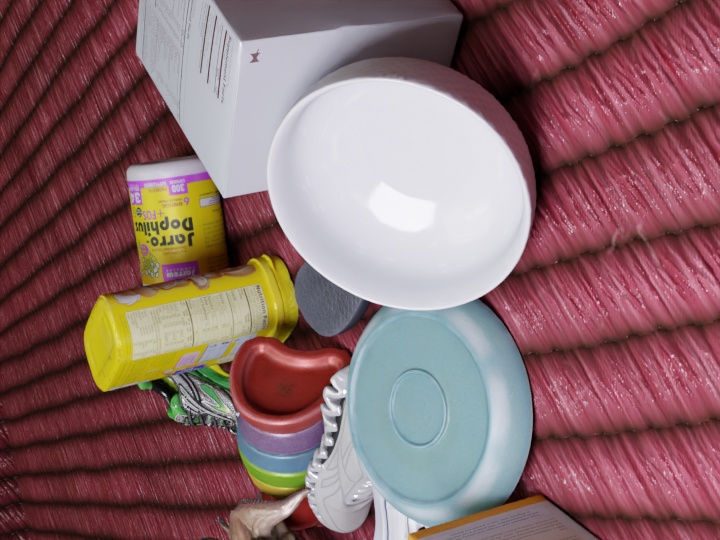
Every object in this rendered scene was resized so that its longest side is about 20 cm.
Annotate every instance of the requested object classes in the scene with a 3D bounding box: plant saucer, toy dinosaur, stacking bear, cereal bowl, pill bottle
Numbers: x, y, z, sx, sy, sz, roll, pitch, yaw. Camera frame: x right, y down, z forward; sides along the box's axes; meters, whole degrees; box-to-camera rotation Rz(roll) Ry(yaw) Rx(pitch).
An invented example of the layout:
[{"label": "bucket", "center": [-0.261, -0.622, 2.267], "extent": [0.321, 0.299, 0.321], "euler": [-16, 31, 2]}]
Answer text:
[{"label": "plant saucer", "center": [0.053, 0.112, 1.079], "extent": [0.199, 0.027, 0.201], "euler": [0, 91, 46]}, {"label": "toy dinosaur", "center": [-0.106, 0.275, 1.330], "extent": [0.136, 0.085, 0.201], "euler": [51, 142, 41]}, {"label": "stacking bear", "center": [-0.068, 0.182, 1.338], "extent": [0.114, 0.121, 0.201], "euler": [-66, -21, -46]}, {"label": "cereal bowl", "center": [0.036, -0.073, 0.983], "extent": [0.083, 0.199, 0.201], "euler": [-64, -10, -50]}, {"label": "pill bottle", "center": [-0.207, -0.029, 1.537], "extent": [0.104, 0.104, 0.201], "euler": [8, 108, 63]}]

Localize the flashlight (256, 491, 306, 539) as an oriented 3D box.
[{"label": "flashlight", "center": [-0.055, 0.303, 1.417], "extent": [0.068, 0.068, 0.200], "euler": [53, 173, -32]}]

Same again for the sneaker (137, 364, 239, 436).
[{"label": "sneaker", "center": [-0.171, 0.156, 1.498], "extent": [0.200, 0.085, 0.078], "euler": [35, 142, 5]}]

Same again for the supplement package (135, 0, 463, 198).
[{"label": "supplement package", "center": [-0.056, -0.189, 1.070], "extent": [0.200, 0.190, 0.148], "euler": [57, 147, 38]}]

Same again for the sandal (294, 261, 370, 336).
[{"label": "sandal", "center": [0.000, 0.000, 1.214], "extent": [0.200, 0.043, 0.076], "euler": [-43, 69, 49]}]

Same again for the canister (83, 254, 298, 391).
[{"label": "canister", "center": [-0.184, 0.058, 1.415], "extent": [0.149, 0.199, 0.087], "euler": [-49, 58, 58]}]

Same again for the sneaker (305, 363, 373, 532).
[{"label": "sneaker", "center": [-0.001, 0.183, 1.252], "extent": [0.081, 0.075, 0.201], "euler": [40, 138, 36]}]

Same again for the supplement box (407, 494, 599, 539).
[{"label": "supplement box", "center": [0.134, 0.248, 0.937], "extent": [0.200, 0.125, 0.074], "euler": [34, 129, 56]}]

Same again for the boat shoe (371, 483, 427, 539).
[{"label": "boat shoe", "center": [0.052, 0.207, 1.170], "extent": [0.066, 0.073, 0.201], "euler": [11, 109, 30]}]
